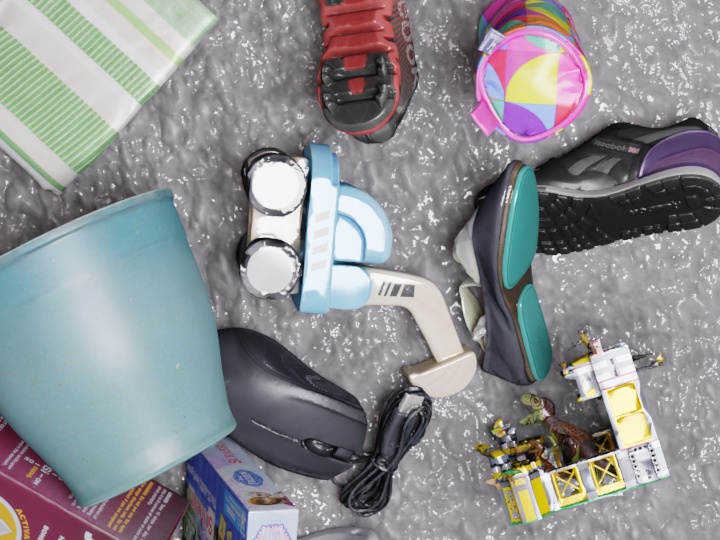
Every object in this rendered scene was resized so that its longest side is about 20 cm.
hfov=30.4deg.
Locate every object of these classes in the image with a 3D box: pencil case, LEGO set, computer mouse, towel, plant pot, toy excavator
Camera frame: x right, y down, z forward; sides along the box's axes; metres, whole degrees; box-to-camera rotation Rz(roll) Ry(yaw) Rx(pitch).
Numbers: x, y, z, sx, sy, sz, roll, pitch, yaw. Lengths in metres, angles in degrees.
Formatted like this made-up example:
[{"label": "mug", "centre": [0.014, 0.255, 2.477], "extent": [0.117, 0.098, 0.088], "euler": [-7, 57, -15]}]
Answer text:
[{"label": "pencil case", "centre": [0.123, -0.155, 0.981], "extent": [0.087, 0.200, 0.089], "euler": [3, 109, 7]}, {"label": "LEGO set", "centre": [0.157, 0.109, 1.013], "extent": [0.152, 0.200, 0.117], "euler": [-19, 87, 16]}, {"label": "computer mouse", "centre": [-0.052, 0.118, 1.067], "extent": [0.199, 0.053, 0.139], "euler": [28, 120, 3]}, {"label": "towel", "centre": [-0.236, -0.181, 1.078], "extent": [0.152, 0.023, 0.200], "euler": [42, 94, -3]}, {"label": "plant pot", "centre": [-0.192, 0.067, 1.004], "extent": [0.199, 0.200, 0.189], "euler": [-26, 91, 4]}, {"label": "toy excavator", "centre": [0.000, 0.000, 1.058], "extent": [0.198, 0.100, 0.197], "euler": [3, 97, -7]}]

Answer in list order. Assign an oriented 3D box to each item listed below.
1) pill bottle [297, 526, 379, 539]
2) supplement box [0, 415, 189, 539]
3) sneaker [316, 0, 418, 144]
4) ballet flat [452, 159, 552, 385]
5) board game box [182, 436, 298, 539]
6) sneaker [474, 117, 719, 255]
[{"label": "pill bottle", "centre": [-0.012, 0.321, 1.072], "extent": [0.110, 0.111, 0.202], "euler": [-15, 95, 3]}, {"label": "supplement box", "centre": [-0.254, 0.197, 1.066], "extent": [0.199, 0.086, 0.111], "euler": [30, 117, -1]}, {"label": "sneaker", "centre": [0.007, -0.190, 1.047], "extent": [0.070, 0.098, 0.203], "euler": [-3, 72, 14]}, {"label": "ballet flat", "centre": [0.106, 0.004, 1.039], "extent": [0.072, 0.073, 0.202], "euler": [-9, 122, 2]}, {"label": "board game box", "centre": [-0.100, 0.251, 1.022], "extent": [0.041, 0.200, 0.202], "euler": [1, 97, -20]}, {"label": "sneaker", "centre": [0.191, -0.072, 1.060], "extent": [0.198, 0.088, 0.076], "euler": [-5, 138, 20]}]
